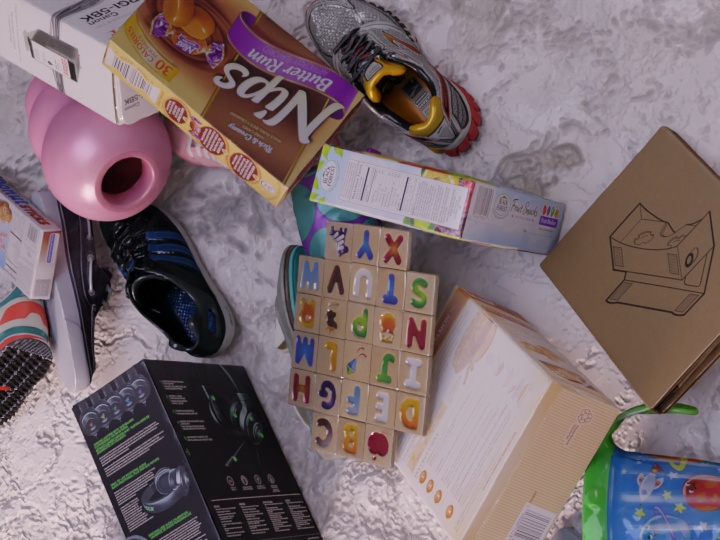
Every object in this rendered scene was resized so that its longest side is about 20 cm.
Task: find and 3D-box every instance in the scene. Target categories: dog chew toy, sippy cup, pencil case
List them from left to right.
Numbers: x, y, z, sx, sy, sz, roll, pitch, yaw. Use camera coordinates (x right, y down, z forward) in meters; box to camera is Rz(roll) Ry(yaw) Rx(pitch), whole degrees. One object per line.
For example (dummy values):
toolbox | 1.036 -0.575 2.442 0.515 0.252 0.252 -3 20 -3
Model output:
dog chew toy | -0.263 -0.135 1.648 0.125 0.124 0.200 -55 44 13
pencil case | 0.000 0.000 1.518 0.092 0.085 0.201 -23 75 26
sippy cup | 0.250 0.205 1.350 0.129 0.140 0.179 -2 125 17

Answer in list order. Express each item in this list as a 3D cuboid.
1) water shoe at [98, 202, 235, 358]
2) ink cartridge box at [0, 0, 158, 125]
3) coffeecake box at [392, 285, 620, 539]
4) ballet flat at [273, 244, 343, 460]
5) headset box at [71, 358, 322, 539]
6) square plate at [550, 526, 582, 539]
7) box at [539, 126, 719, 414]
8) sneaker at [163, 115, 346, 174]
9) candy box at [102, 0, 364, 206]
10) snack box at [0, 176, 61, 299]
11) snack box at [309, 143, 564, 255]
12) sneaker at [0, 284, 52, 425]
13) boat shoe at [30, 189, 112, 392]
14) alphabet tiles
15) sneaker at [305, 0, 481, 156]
water shoe | -0.194 -0.002 1.624 0.072 0.079 0.200 -49 66 15
ink cartridge box | -0.236 -0.230 1.606 0.199 0.146 0.083 30 134 34
coffeecake box | 0.106 0.125 1.401 0.154 0.073 0.200 -62 27 11
ballet flat | -0.048 0.077 1.550 0.064 0.067 0.201 -30 71 34
headset box | -0.147 0.177 1.530 0.093 0.174 0.201 -33 72 21
square plate | 0.184 0.352 1.422 0.198 0.028 0.201 39 104 25
box | 0.245 -0.005 1.377 0.164 0.021 0.200 -50 39 15
sneaker | -0.119 -0.128 1.583 0.199 0.104 0.076 14 94 29
candy box | -0.110 -0.165 1.484 0.200 0.056 0.117 39 68 0
snack box | -0.350 -0.042 1.689 0.200 0.024 0.072 35 118 50
snack box | 0.068 -0.057 1.422 0.141 0.200 0.053 17 94 28
sneaker | -0.366 0.085 1.707 0.200 0.070 0.094 -42 44 42
boat shoe | -0.274 0.017 1.671 0.072 0.067 0.201 -36 63 61
alphabet tiles | -0.001 0.062 1.455 0.166 0.006 0.202 9 97 44
sneaker | 0.022 -0.184 1.524 0.200 0.082 0.078 42 104 25
